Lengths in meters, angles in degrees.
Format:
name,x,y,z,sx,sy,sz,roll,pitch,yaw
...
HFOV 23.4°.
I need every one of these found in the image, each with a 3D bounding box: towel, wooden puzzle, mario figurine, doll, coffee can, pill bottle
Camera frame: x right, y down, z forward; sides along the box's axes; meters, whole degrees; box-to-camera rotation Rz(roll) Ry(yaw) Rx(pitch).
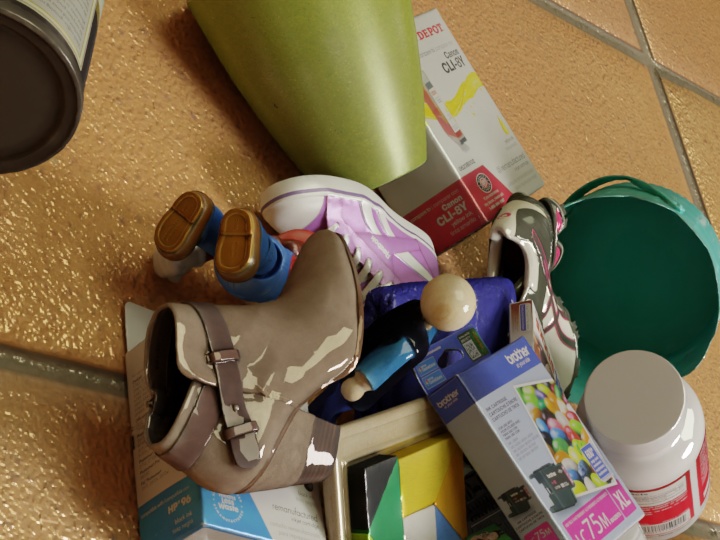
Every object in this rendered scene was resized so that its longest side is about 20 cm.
name,x,y,z,sx,sy,sz,roll,pitch,yaw
towel,0.060,0.081,1.413,0.199,0.049,0.150,-3,94,-56
wooden puzzle,0.034,0.192,1.262,0.199,0.037,0.188,-14,102,-59
mario figurine,-0.076,0.016,1.280,0.124,0.106,0.200,59,11,25
doll,0.012,0.066,1.257,0.048,0.200,0.137,43,34,-2
coffee can,-0.246,-0.188,1.184,0.146,0.146,0.201,36,38,-29
pill bottle,0.243,0.150,1.503,0.201,0.111,0.113,67,10,-59

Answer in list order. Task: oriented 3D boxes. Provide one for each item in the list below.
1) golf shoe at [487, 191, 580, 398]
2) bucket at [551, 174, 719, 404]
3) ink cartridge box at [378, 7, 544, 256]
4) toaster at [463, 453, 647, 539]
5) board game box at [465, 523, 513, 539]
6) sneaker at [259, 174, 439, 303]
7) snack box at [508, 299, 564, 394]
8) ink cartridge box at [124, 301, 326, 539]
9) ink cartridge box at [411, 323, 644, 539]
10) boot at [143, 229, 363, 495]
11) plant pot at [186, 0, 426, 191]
name,x,y,z,sx,sy,sz,roll,pitch,yaw
golf shoe,0.141,0.035,1.534,0.088,0.076,0.203,-31,117,-55
bucket,0.243,0.014,1.618,0.208,0.206,0.135,57,22,0
ink cartridge box,0.064,-0.127,1.603,0.201,0.083,0.145,58,33,0
toaster,0.147,0.209,1.404,0.201,0.113,0.129,55,29,2
board game box,0.144,0.297,1.270,0.202,0.029,0.134,69,-13,-18
sneaker,0.001,0.000,1.425,0.199,0.072,0.115,25,47,-40
snack box,0.161,0.118,1.497,0.201,0.024,0.072,66,19,-44
ink cartridge box,-0.096,0.107,1.204,0.115,0.068,0.202,22,46,-41
ink cartridge box,0.125,0.127,1.312,0.201,0.042,0.119,54,32,9
boot,-0.073,0.048,1.136,0.145,0.070,0.202,21,59,-38
plant pot,-0.022,-0.168,1.458,0.187,0.186,0.202,-35,105,-58
